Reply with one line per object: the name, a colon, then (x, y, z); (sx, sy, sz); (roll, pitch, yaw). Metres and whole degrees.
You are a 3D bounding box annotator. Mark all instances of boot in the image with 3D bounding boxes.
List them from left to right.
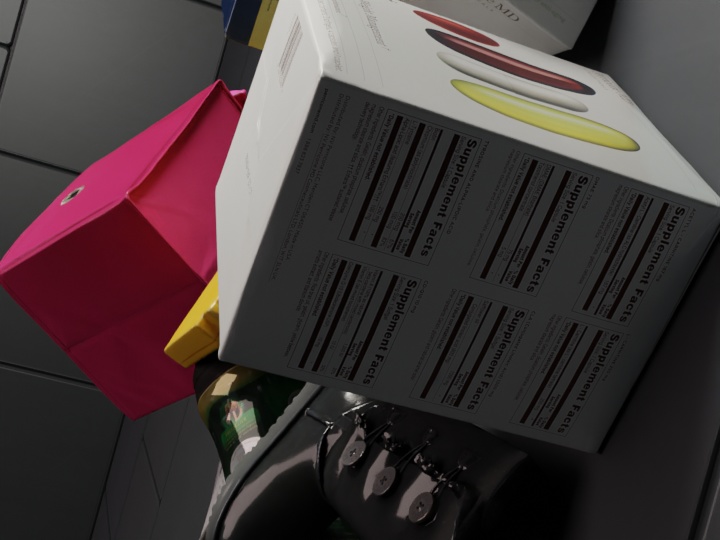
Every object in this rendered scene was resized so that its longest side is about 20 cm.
boot: (0.003, 0.147, 0.641); (0.200, 0.066, 0.165); (25, 83, 54)

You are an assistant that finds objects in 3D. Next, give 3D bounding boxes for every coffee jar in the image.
coffee jar: (-0.054, 0.141, 0.823); (0.085, 0.104, 0.201); (-40, 51, 24)

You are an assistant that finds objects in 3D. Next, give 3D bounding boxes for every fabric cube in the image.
fabric cube: (-0.171, -0.016, 1.051); (0.199, 0.200, 0.196); (-25, 25, 37)

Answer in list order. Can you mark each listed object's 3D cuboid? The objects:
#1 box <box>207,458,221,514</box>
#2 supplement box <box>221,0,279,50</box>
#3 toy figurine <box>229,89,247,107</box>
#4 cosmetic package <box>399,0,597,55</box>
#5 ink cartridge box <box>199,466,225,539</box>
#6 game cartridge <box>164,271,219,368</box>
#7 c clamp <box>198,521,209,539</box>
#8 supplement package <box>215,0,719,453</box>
box: (-0.111, 0.223, 1.144); (0.117, 0.060, 0.201); (142, 141, -66)
supplement box: (0.013, -0.262, 0.906); (0.134, 0.199, 0.201); (-108, 36, -64)
toy figurine: (-0.088, -0.111, 1.154); (0.200, 0.183, 0.151); (-108, 37, -63)
cosmetic package: (0.067, -0.191, 0.755); (0.085, 0.107, 0.200); (-62, 18, -10)
ink cartridge box: (-0.073, 0.185, 0.996); (0.146, 0.084, 0.201); (-151, 77, -74)
game cartridge: (-0.065, -0.023, 0.820); (0.200, 0.032, 0.176); (-58, 9, -17)
c clamp: (-0.059, 0.243, 0.887); (0.170, 0.027, 0.201); (29, 98, 30)
supplement package: (0.040, -0.038, 0.587); (0.191, 0.199, 0.148); (-104, 34, -60)
